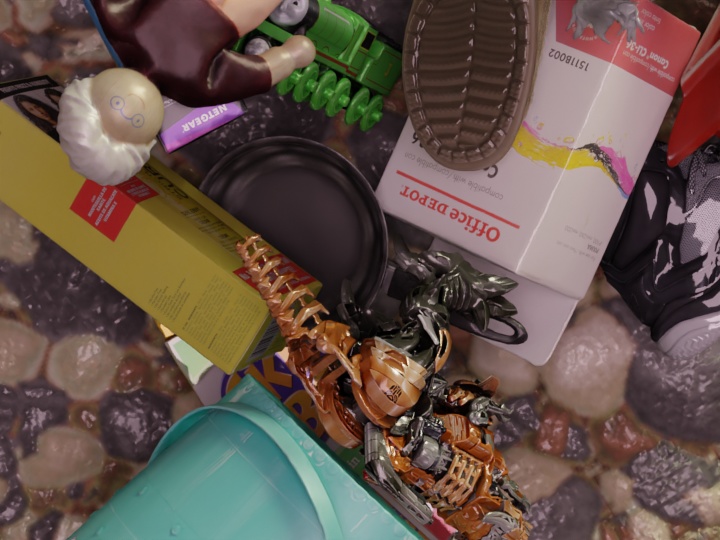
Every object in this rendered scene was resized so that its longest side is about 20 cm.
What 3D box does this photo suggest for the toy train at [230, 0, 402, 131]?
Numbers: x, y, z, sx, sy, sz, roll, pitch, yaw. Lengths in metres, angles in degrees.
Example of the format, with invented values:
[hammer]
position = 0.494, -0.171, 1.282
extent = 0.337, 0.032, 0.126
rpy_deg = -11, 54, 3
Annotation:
[toy train]
position = -0.019, -0.113, 1.450
extent = 0.042, 0.200, 0.057
rpy_deg = 29, 93, 15

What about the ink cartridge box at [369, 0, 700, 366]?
[ink cartridge box]
position = 0.085, -0.063, 1.492
extent = 0.116, 0.067, 0.201
rpy_deg = 25, 93, 40

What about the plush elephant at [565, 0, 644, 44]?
[plush elephant]
position = 0.148, -0.227, 1.369
extent = 0.164, 0.200, 0.156
rpy_deg = 17, 59, 8

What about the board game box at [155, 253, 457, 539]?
[board game box]
position = -0.027, 0.083, 1.546
extent = 0.095, 0.030, 0.201
rpy_deg = -32, 92, 0

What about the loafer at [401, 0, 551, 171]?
[loafer]
position = 0.068, -0.153, 1.450
extent = 0.075, 0.068, 0.202
rpy_deg = 6, 95, 22

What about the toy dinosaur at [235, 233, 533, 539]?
[toy dinosaur]
position = 0.020, 0.054, 1.408
extent = 0.102, 0.136, 0.201
rpy_deg = -14, 117, 27

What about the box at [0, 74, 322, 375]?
[box]
position = -0.121, -0.026, 1.479
extent = 0.200, 0.075, 0.050
rpy_deg = 38, 110, 13

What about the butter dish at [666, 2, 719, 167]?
[butter dish]
position = 0.273, -0.130, 1.435
extent = 0.147, 0.200, 0.200
rpy_deg = 32, 66, -4

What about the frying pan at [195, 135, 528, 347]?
[frying pan]
position = -0.002, -0.017, 1.492
extent = 0.189, 0.031, 0.116
rpy_deg = -1, 99, 15

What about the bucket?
[bucket]
position = -0.041, 0.161, 1.445
extent = 0.207, 0.207, 0.135
rpy_deg = 43, 88, -5

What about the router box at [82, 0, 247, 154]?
[router box]
position = -0.115, -0.138, 1.439
extent = 0.051, 0.200, 0.150
rpy_deg = -27, 95, -2

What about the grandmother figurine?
[grandmother figurine]
position = -0.078, -0.128, 1.316
extent = 0.121, 0.061, 0.201
rpy_deg = 36, 83, 0

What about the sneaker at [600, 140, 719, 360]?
[sneaker]
position = 0.200, -0.057, 1.522
extent = 0.114, 0.075, 0.200
rpy_deg = 38, 91, -4
